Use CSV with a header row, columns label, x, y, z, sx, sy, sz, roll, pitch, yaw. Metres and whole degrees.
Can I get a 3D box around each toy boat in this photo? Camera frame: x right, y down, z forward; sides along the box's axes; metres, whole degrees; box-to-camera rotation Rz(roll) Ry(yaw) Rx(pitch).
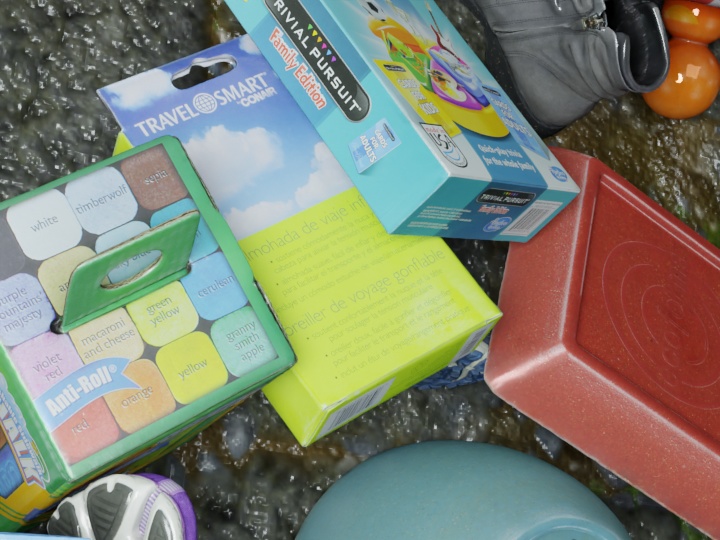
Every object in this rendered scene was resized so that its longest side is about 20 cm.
label,x,y,z,sx,sy,sz,roll,pitch,yaw
toy boat,0.213,-0.159,1.005,0.200,0.131,0.131,7,104,-23

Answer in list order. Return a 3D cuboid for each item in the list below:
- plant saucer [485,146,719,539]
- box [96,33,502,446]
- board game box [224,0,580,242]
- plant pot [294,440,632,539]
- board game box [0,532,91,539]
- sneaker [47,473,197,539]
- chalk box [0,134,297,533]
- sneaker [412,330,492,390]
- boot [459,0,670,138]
label,x,y,z,sx,sy,sz,roll,pitch,yaw
plant saucer,0.171,0.036,0.916,0.200,0.037,0.200,33,43,-17
box,-0.036,-0.023,0.804,0.122,0.048,0.200,-26,71,-33
board game box,0.014,-0.107,0.843,0.200,0.047,0.151,55,25,19
plant pot,0.075,0.180,0.826,0.200,0.135,0.201,7,74,-25
board game box,-0.213,0.130,0.663,0.151,0.200,0.037,7,75,-24
sneaker,-0.096,0.162,0.741,0.081,0.200,0.083,30,45,26
chalk box,-0.121,0.029,0.729,0.125,0.200,0.124,-26,85,-28
sneaker,0.000,0.000,0.872,0.200,0.077,0.085,24,63,-19
boot,0.109,-0.184,0.938,0.070,0.132,0.200,-28,90,-28
